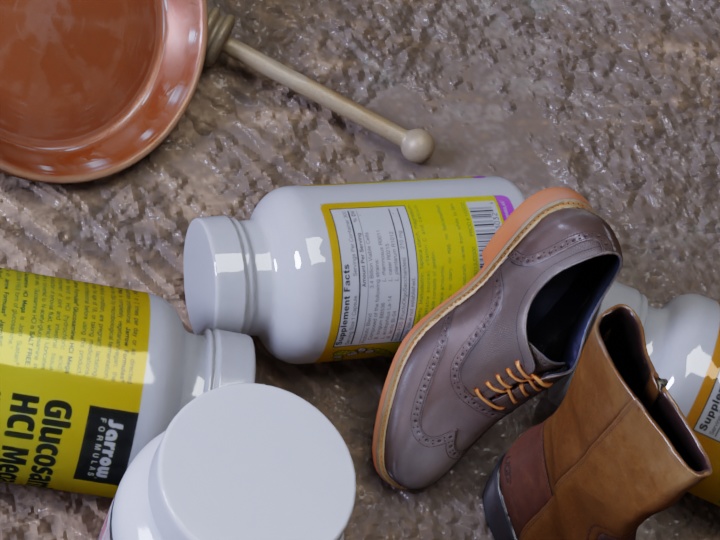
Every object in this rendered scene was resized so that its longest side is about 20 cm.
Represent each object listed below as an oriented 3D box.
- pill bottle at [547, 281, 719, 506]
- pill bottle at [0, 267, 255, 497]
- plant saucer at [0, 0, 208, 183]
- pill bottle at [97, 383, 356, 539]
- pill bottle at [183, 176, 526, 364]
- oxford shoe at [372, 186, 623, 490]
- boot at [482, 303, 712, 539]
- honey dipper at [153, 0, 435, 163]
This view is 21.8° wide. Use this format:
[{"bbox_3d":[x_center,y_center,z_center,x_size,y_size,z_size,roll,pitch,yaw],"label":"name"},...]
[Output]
[{"bbox_3d":[0.218,0.082,1.124,0.199,0.111,0.112,24,55,-3],"label":"pill bottle"},{"bbox_3d":[-0.162,0.061,1.007,0.198,0.113,0.113,10,57,-12],"label":"pill bottle"},{"bbox_3d":[-0.185,-0.153,1.129,0.199,0.032,0.202,-1,92,-34],"label":"plant saucer"},{"bbox_3d":[-0.074,0.143,0.933,0.115,0.200,0.117,8,57,-13],"label":"pill bottle"},{"bbox_3d":[0.000,0.000,1.105,0.198,0.104,0.105,-3,61,-20],"label":"pill bottle"},{"bbox_3d":[0.075,0.050,1.055,0.071,0.201,0.073,23,16,-31],"label":"oxford shoe"},{"bbox_3d":[0.149,0.143,1.008,0.068,0.200,0.189,-8,62,-23],"label":"boot"},{"bbox_3d":[-0.042,-0.120,1.211,0.199,0.038,0.038,29,55,-5],"label":"honey dipper"}]
